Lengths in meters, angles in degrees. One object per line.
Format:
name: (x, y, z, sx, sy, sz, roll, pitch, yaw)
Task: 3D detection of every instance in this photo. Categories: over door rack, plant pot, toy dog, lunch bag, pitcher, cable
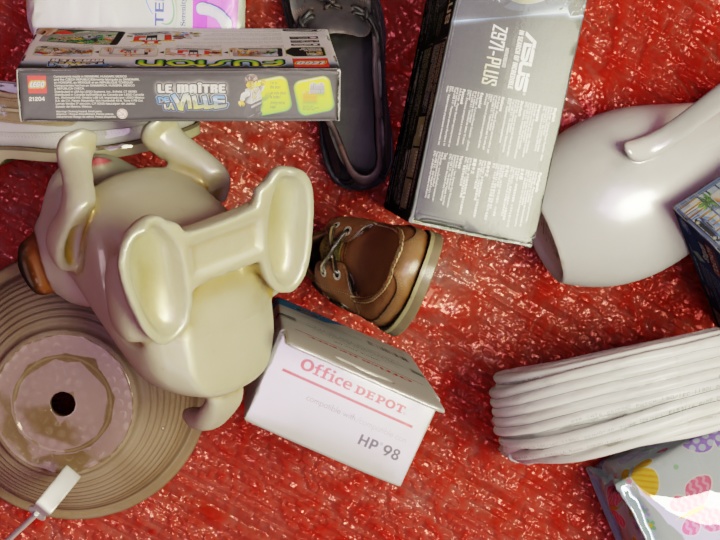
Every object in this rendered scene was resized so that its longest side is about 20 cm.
over door rack: (-0.306, 0.159, 0.914, 0.148, 0.067, 0.200, 40, 130, -8)
plant pot: (-0.208, 0.086, 0.948, 0.200, 0.093, 0.202, 0, 95, -4)
toy dog: (-0.135, -0.010, 0.865, 0.139, 0.200, 0.194, -32, 128, -29)
lunch bag: (0.287, 0.206, 0.986, 0.169, 0.127, 0.200, -26, 89, -4)
pitcher: (0.215, -0.077, 0.931, 0.199, 0.172, 0.121, -24, 65, -3)
cable: (0.190, 0.086, 0.928, 0.199, 0.200, 0.069, -13, 84, 2)

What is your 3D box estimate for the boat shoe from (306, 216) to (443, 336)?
boat shoe: (0.000, 0.000, 0.901, 0.068, 0.200, 0.072, 24, 80, -10)

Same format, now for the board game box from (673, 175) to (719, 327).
board game box: (0.331, -0.044, 0.933, 0.200, 0.200, 0.062, -40, 55, 1)

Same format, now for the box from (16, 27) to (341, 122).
box: (-0.116, -0.129, 0.865, 0.199, 0.110, 0.035, -1, 114, -6)

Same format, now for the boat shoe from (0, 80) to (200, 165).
boat shoe: (-0.215, -0.113, 0.935, 0.199, 0.075, 0.069, -5, 102, -3)

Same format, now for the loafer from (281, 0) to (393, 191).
loafer: (-0.011, -0.156, 0.954, 0.072, 0.063, 0.201, -12, 97, -4)

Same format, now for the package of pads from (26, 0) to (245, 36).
package of pads: (-0.156, -0.248, 0.930, 0.154, 0.068, 0.201, 1, 95, -5)

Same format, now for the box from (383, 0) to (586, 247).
box: (0.084, -0.127, 0.915, 0.086, 0.164, 0.201, 11, 94, -5)

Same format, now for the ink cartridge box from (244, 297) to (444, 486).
ink cartridge box: (-0.017, 0.082, 0.908, 0.116, 0.200, 0.067, 24, 94, -7)
